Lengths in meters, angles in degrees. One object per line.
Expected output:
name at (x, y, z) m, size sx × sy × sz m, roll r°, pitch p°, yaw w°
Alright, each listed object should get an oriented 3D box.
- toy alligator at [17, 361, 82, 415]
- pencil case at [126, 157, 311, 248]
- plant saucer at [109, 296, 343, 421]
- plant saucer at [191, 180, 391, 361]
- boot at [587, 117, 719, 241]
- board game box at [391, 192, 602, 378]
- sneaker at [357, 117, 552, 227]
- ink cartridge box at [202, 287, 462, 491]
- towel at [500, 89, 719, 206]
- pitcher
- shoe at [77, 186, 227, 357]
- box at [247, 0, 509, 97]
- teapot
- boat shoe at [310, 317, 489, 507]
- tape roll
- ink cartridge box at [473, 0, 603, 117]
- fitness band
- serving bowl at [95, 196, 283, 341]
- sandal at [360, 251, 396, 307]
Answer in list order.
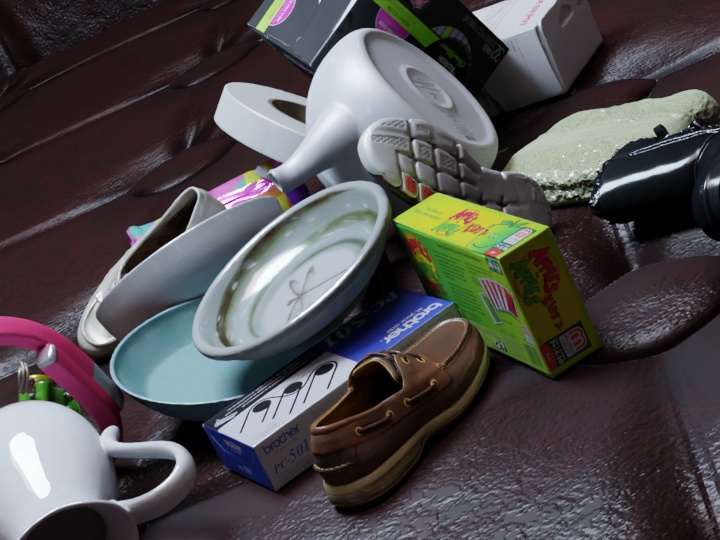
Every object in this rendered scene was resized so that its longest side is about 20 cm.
toy alligator at (-0.267, 0.120, 1.650) m, size 0.054 × 0.060 × 0.200 m, roll 1°, pitch -21°, yaw -9°
pencil case at (-0.139, -0.049, 1.939) m, size 0.199 × 0.089 × 0.088 m, roll -29°, pitch 18°, yaw 4°
plant saucer at (-0.109, 0.075, 1.599) m, size 0.198 × 0.036 × 0.200 m, roll -9°, pitch 25°, yaw 4°
plant saucer at (-0.046, 0.012, 1.557) m, size 0.199 × 0.050 × 0.201 m, roll -33°, pitch 25°, yaw 17°
boot at (0.252, -0.067, 1.481) m, size 0.162 × 0.074 × 0.198 m, roll -10°, pitch 18°, yaw 37°
board game box at (0.100, 0.007, 1.446) m, size 0.047 × 0.102 × 0.200 m, roll -30°, pitch 19°, yaw -14°
sneaker at (0.067, -0.059, 1.594) m, size 0.082 × 0.199 × 0.078 m, roll -26°, pitch 49°, yaw 46°
ink cartridge box at (-0.017, 0.088, 1.481) m, size 0.199 × 0.044 × 0.094 m, roll -35°, pitch 22°, yaw -21°
towel at (0.210, -0.106, 1.699) m, size 0.199 × 0.037 × 0.148 m, roll -3°, pitch 31°, yaw 50°
pitcher at (-0.216, 0.163, 1.446) m, size 0.171 × 0.122 × 0.200 m, roll -32°, pitch 28°, yaw -8°
shoe at (-0.211, -0.001, 1.868) m, size 0.070 × 0.053 × 0.200 m, roll 38°, pitch 85°, yaw 23°
box at (0.019, -0.231, 1.889) m, size 0.149 × 0.200 × 0.124 m, roll -54°, pitch 44°, yaw 1°
teapot at (0.022, -0.116, 1.764) m, size 0.146 × 0.199 × 0.198 m, roll -50°, pitch 22°, yaw 23°
boat shoe at (0.030, 0.087, 1.384) m, size 0.072 × 0.068 × 0.200 m, roll -10°, pitch 25°, yaw 41°
tape roll at (-0.049, -0.136, 1.926) m, size 0.203 × 0.201 × 0.037 m, roll -109°, pitch 39°, yaw -71°
ink cartridge box at (0.140, -0.223, 2.028) m, size 0.199 × 0.083 × 0.147 m, roll -16°, pitch 22°, yaw 32°
fitness band at (-0.277, 0.112, 1.548) m, size 0.143 × 0.200 × 0.038 m, roll -24°, pitch 45°, yaw 15°
serving bowl at (-0.144, 0.015, 1.757) m, size 0.199 × 0.066 × 0.200 m, roll -32°, pitch -9°, yaw -6°
sandal at (0.000, -0.001, 1.644) m, size 0.048 × 0.076 × 0.201 m, roll -21°, pitch 20°, yaw 6°
